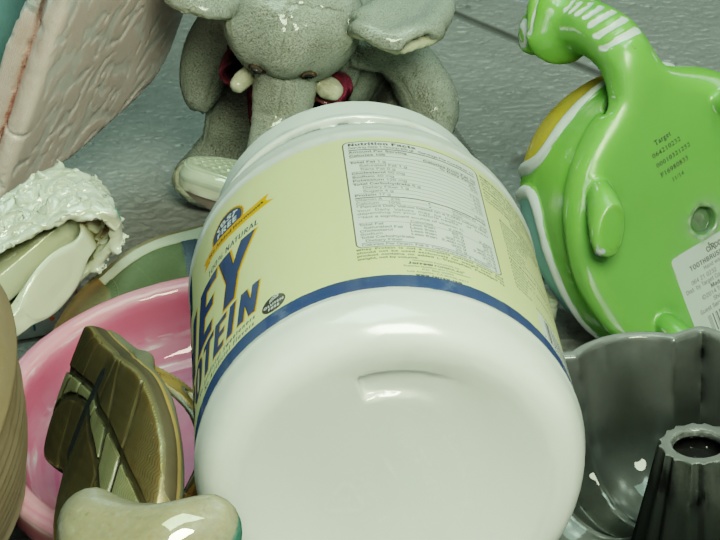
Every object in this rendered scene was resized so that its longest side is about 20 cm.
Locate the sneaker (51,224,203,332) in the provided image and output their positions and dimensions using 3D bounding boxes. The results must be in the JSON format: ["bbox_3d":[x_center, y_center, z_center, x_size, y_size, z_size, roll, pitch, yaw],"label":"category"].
[{"bbox_3d":[-0.057,0.016,1.225,0.090,0.067,0.200,16,31,38],"label":"sneaker"}]

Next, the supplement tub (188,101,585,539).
[{"bbox_3d":[0.005,0.030,0.964,0.144,0.145,0.200,-5,29,-3],"label":"supplement tub"}]

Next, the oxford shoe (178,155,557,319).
[{"bbox_3d":[0.000,0.000,1.186,0.199,0.058,0.075,24,15,-15],"label":"oxford shoe"}]

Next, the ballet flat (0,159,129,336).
[{"bbox_3d":[-0.192,0.023,1.165,0.200,0.072,0.072,-42,40,-14],"label":"ballet flat"}]

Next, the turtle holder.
[{"bbox_3d":[0.132,-0.041,1.207,0.141,0.185,0.132,-58,26,-5],"label":"turtle holder"}]

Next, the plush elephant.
[{"bbox_3d":[-0.031,-0.112,1.313,0.164,0.201,0.155,11,12,12],"label":"plush elephant"}]

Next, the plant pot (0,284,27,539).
[{"bbox_3d":[-0.209,0.087,1.037,0.200,0.093,0.201,-24,43,24],"label":"plant pot"}]

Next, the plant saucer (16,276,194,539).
[{"bbox_3d":[-0.068,0.077,1.105,0.200,0.051,0.201,-5,36,4],"label":"plant saucer"}]

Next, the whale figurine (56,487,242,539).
[{"bbox_3d":[-0.096,0.173,0.846,0.159,0.104,0.200,-2,51,30],"label":"whale figurine"}]

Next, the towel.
[{"bbox_3d":[-0.134,-0.137,1.274,0.032,0.191,0.200,30,34,8],"label":"towel"}]

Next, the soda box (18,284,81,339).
[{"bbox_3d":[-0.204,-0.033,1.343,0.068,0.064,0.200,-11,28,-14],"label":"soda box"}]

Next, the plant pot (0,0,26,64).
[{"bbox_3d":[-0.271,-0.113,1.250,0.199,0.200,0.135,7,54,18],"label":"plant pot"}]

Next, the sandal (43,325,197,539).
[{"bbox_3d":[-0.090,0.074,0.994,0.054,0.081,0.200,22,8,-16],"label":"sandal"}]

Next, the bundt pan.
[{"bbox_3d":[0.142,0.104,1.025,0.201,0.076,0.202,-3,27,2],"label":"bundt pan"}]
